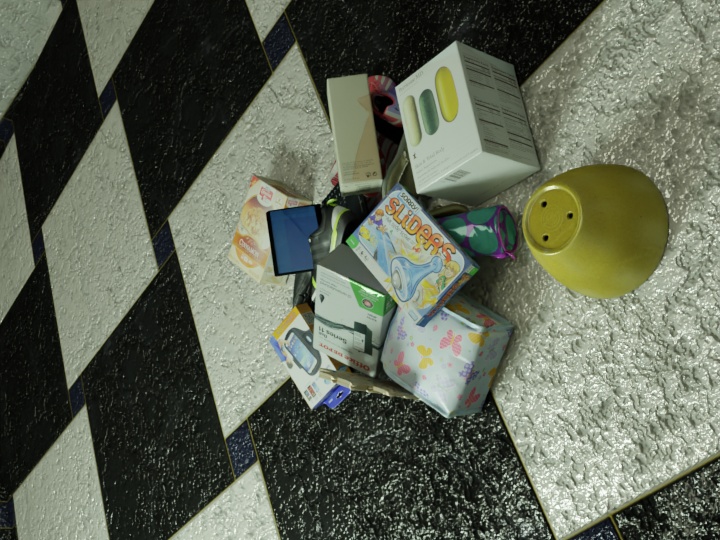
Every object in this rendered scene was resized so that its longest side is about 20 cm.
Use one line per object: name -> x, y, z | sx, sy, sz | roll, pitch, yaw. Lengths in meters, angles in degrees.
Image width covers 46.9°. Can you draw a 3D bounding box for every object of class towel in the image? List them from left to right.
towel -> 0.012, -0.206, 1.651 | 0.200, 0.023, 0.145 | 41, 114, 44

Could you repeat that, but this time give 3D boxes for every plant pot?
plant pot -> 0.316, -0.065, 1.192 | 0.199, 0.141, 0.202 | -9, 77, 47

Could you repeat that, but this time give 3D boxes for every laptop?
laptop -> -0.085, -0.101, 1.628 | 0.200, 0.103, 0.178 | -46, 41, 34

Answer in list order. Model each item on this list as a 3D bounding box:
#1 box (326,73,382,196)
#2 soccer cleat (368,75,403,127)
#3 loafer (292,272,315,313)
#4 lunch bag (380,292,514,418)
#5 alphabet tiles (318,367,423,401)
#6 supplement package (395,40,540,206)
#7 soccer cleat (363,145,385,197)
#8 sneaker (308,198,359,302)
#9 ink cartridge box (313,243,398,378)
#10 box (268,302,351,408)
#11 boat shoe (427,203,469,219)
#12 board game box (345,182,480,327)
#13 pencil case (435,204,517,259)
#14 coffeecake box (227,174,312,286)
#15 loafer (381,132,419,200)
box -> -0.012, -0.247, 1.521 | 0.095, 0.077, 0.202 | 98, 165, -82
soccer cleat -> 0.040, -0.331, 1.587 | 0.067, 0.076, 0.200 | -63, 37, 21
loafer -> -0.103, 0.016, 1.721 | 0.070, 0.067, 0.203 | -135, 55, -67
lunch bag -> 0.133, 0.121, 1.388 | 0.199, 0.127, 0.171 | 29, 108, 37
alphabet tiles -> 0.026, 0.200, 1.437 | 0.195, 0.199, 0.015 | 10, 85, 48
supplement package -> 0.174, -0.237, 1.373 | 0.151, 0.150, 0.202 | -29, 63, 43
soccer cleat -> 0.003, -0.236, 1.611 | 0.085, 0.068, 0.202 | 124, 132, -79
sneaker -> -0.061, -0.037, 1.546 | 0.082, 0.071, 0.202 | 30, 114, 26
ink cartridge box -> -0.004, 0.075, 1.491 | 0.146, 0.083, 0.201 | 23, 131, 23
box -> -0.098, 0.181, 1.669 | 0.119, 0.041, 0.201 | -49, 65, 35
boat shoe -> 0.121, -0.077, 1.478 | 0.200, 0.073, 0.064 | -33, 30, 47
board game box -> 0.082, -0.027, 1.344 | 0.136, 0.034, 0.200 | -48, 60, 13
pencil case -> 0.156, -0.047, 1.375 | 0.198, 0.085, 0.093 | -13, 70, 28
coffeecake box -> -0.204, -0.089, 1.840 | 0.153, 0.073, 0.202 | 33, 108, 47
loafer -> 0.096, -0.181, 1.491 | 0.069, 0.075, 0.202 | 3, 71, 41
